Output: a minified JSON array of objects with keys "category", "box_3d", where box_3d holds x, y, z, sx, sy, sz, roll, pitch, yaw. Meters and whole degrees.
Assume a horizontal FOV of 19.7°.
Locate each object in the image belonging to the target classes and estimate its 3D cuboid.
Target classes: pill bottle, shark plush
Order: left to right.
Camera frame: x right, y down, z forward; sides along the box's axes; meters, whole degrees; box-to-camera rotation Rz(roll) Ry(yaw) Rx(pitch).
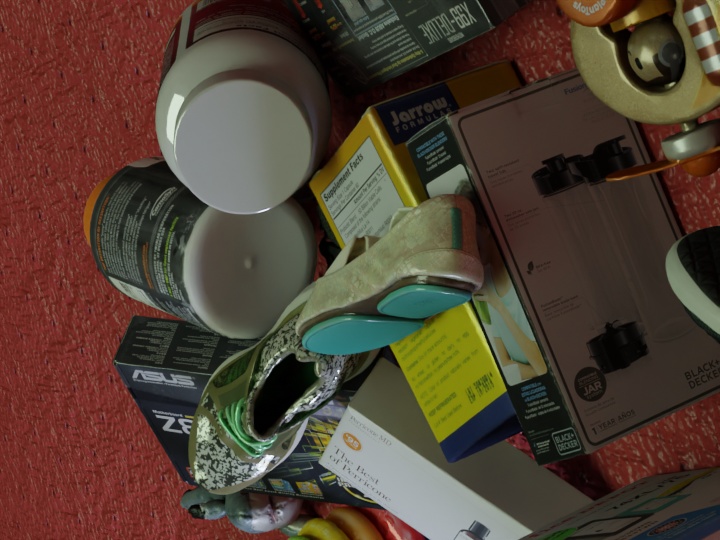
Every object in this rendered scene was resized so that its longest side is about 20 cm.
[{"category":"pill bottle","box_3d":[-0.122,-0.022,1.443,0.199,0.106,0.107,18,124,56]},{"category":"shark plush","box_3d":[-0.108,0.183,1.731,0.199,0.083,0.092,14,121,58]},{"category":"pill bottle","box_3d":[-0.075,-0.108,1.328,0.200,0.112,0.114,-96,-3,-69]}]

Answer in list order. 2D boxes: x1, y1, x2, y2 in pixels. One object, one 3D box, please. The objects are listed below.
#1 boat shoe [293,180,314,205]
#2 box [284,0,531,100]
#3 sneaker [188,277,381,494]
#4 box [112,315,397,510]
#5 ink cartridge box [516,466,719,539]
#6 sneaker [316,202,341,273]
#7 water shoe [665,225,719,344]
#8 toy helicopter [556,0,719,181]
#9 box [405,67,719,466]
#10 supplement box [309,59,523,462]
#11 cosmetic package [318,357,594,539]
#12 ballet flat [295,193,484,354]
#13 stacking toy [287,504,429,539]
[{"category":"boat shoe","box_3d":[-0.067,-0.095,1.488,0.065,0.074,0.204,41,135,49]},{"category":"box","box_3d":[0.008,-0.199,1.234,0.158,0.050,0.200,57,154,-7]},{"category":"sneaker","box_3d":[-0.064,0.086,1.335,0.077,0.089,0.200,40,126,1]},{"category":"box","box_3d":[-0.056,0.103,1.463,0.198,0.049,0.162,6,143,22]},{"category":"ink cartridge box","box_3d":[0.185,0.199,1.148,0.200,0.146,0.147,-21,90,62]},{"category":"sneaker","box_3d":[0.000,0.000,1.429,0.199,0.076,0.115,-32,78,59]},{"category":"water shoe","box_3d":[0.225,0.054,1.060,0.200,0.071,0.079,44,145,40]},{"category":"toy helicopter","box_3d":[0.186,-0.097,1.033,0.199,0.079,0.134,21,120,40]},{"category":"box","box_3d":[0.120,-0.006,1.165,0.202,0.116,0.060,67,155,2]},{"category":"supplement box","box_3d":[0.072,-0.006,1.256,0.201,0.109,0.109,63,152,10]},{"category":"cosmetic package","box_3d":[0.074,0.146,1.324,0.199,0.051,0.083,34,143,6]},{"category":"ballet flat","box_3d":[0.019,0.002,1.187,0.200,0.067,0.063,154,122,-62]},{"category":"stacking toy","box_3d":[-0.034,0.228,1.504,0.110,0.199,0.117,30,132,50]}]
